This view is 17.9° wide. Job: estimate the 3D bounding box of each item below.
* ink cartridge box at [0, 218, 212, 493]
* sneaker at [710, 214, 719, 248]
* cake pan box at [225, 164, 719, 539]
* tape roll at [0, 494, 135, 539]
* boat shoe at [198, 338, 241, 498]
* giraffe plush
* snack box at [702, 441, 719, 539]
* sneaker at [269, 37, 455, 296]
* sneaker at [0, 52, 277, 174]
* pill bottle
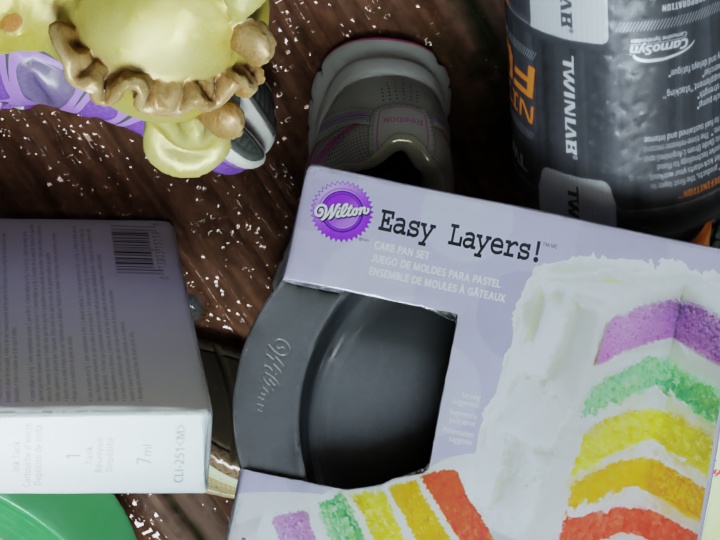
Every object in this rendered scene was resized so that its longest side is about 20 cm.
[{"bbox_3d":[-0.159,0.032,0.990,0.173,0.200,0.044,0,114,-10],"label":"ink cartridge box"},{"bbox_3d":[0.225,0.018,1.031,0.085,0.200,0.075,33,77,-37],"label":"sneaker"},{"bbox_3d":[0.047,0.063,0.944,0.200,0.185,0.052,13,167,1],"label":"cake pan box"},{"bbox_3d":[-0.212,0.144,1.129,0.200,0.048,0.201,8,134,8],"label":"tape roll"},{"bbox_3d":[-0.102,0.073,1.118,0.200,0.072,0.076,24,134,-3],"label":"boat shoe"},{"bbox_3d":[-0.103,-0.124,0.860,0.162,0.200,0.173,19,164,-2],"label":"giraffe plush"},{"bbox_3d":[0.090,0.107,1.157,0.200,0.037,0.116,4,125,-4],"label":"snack box"},{"bbox_3d":[0.000,0.000,1.041,0.081,0.088,0.200,2,116,-3],"label":"sneaker"},{"bbox_3d":[-0.130,-0.098,1.006,0.200,0.081,0.083,28,132,-9],"label":"sneaker"},{"bbox_3d":[0.116,-0.086,0.989,0.106,0.106,0.200,-5,123,1],"label":"pill bottle"}]
